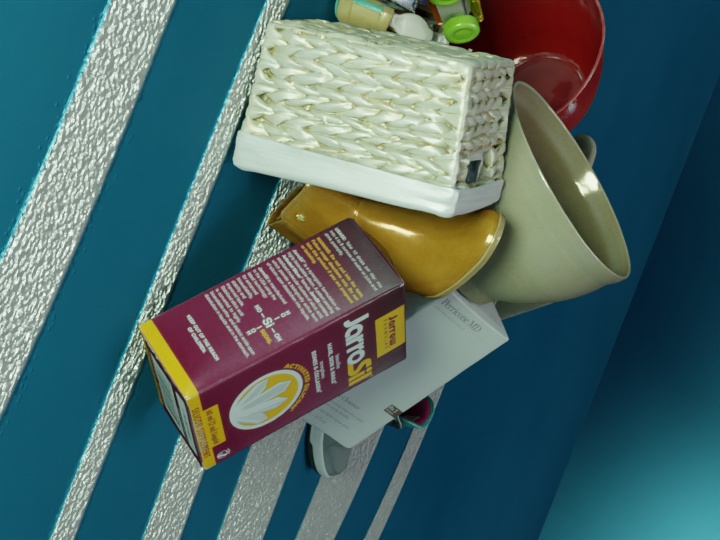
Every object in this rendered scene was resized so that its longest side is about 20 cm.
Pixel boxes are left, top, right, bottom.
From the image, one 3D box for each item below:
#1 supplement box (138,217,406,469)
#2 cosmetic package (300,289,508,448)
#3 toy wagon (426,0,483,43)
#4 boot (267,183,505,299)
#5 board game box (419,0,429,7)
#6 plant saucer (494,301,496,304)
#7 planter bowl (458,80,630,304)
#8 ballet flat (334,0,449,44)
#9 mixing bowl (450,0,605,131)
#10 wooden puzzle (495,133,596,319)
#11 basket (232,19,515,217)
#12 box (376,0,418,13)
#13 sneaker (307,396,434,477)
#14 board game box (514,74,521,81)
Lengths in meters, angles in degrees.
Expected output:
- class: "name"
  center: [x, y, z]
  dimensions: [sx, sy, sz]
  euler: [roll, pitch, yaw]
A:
- class: "supplement box"
  center: [-0.066, 0.058, 1.191]
  dimensions: [0.199, 0.086, 0.111]
  euler: [-28, 146, -17]
- class: "cosmetic package"
  center: [0.025, 0.069, 1.388]
  dimensions: [0.200, 0.081, 0.113]
  euler: [-36, 135, 19]
- class: "toy wagon"
  center: [0.073, -0.281, 1.317]
  dimensions: [0.200, 0.039, 0.156]
  euler: [54, 24, -65]
- class: "boot"
  center: [0.014, -0.037, 1.243]
  dimensions: [0.201, 0.144, 0.071]
  euler: [-26, -146, 52]
- class: "board game box"
  center: [0.061, -0.269, 1.438]
  dimensions: [0.201, 0.019, 0.103]
  euler: [-66, 162, -10]
- class: "plant saucer"
  center: [0.102, 0.017, 1.561]
  dimensions: [0.200, 0.031, 0.201]
  euler: [-46, 151, -36]
- class: "planter bowl"
  center: [0.136, -0.051, 1.330]
  dimensions: [0.134, 0.201, 0.200]
  euler: [-30, 172, 20]
- class: "ballet flat"
  center: [0.046, -0.213, 1.342]
  dimensions: [0.200, 0.063, 0.069]
  euler: [7, 103, -61]
- class: "mixing bowl"
  center: [0.163, -0.198, 1.484]
  dimensions: [0.201, 0.199, 0.108]
  euler: [-65, 148, -14]
- class: "wooden puzzle"
  center: [0.187, -0.049, 1.687]
  dimensions: [0.185, 0.046, 0.201]
  euler: [-25, -134, 64]
- class: "basket"
  center: [0.016, -0.129, 1.198]
  dimensions: [0.135, 0.199, 0.124]
  euler: [-21, 123, -65]
- class: "box"
  center: [0.021, -0.322, 1.156]
  dimensions: [0.136, 0.040, 0.201]
  euler: [17, 93, -42]
- class: "sneaker"
  center: [0.017, 0.155, 1.590]
  dimensions: [0.084, 0.120, 0.201]
  euler: [-43, 148, -52]
- class: "board game box"
  center: [0.145, -0.122, 1.600]
  dimensions: [0.200, 0.028, 0.135]
  euler: [-51, 140, -15]
